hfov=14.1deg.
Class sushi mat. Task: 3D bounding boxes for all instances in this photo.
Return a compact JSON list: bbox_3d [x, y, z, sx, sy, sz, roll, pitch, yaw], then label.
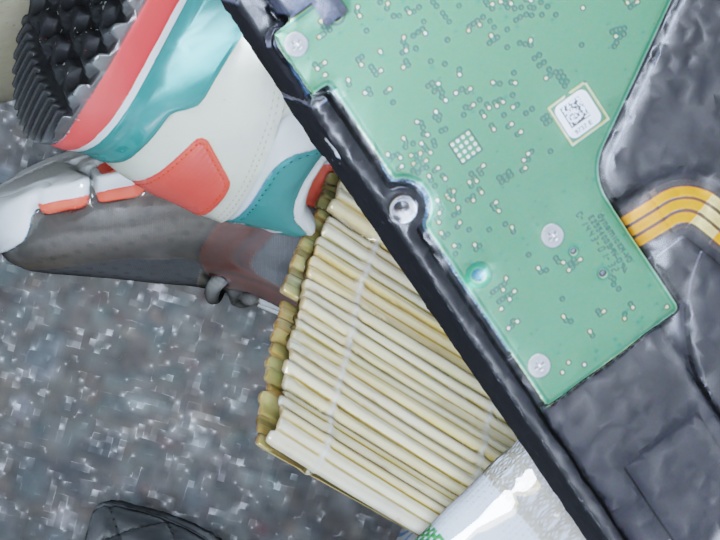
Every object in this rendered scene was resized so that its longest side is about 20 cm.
[{"bbox_3d":[0.063,0.054,0.722,0.200,0.096,0.012,31,134,-19],"label":"sushi mat"}]

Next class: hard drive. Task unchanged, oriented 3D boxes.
[{"bbox_3d":[0.080,-0.018,0.634,0.140,0.038,0.200,-37,104,-7],"label":"hard drive"}]

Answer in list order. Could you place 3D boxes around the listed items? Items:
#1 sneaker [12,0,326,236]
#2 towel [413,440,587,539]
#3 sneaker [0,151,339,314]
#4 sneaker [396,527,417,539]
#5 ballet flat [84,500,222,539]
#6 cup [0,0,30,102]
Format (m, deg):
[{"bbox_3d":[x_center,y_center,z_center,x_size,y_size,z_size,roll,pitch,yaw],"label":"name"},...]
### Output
[{"bbox_3d":[0.007,-0.095,0.676,0.093,0.070,0.200,31,102,-30],"label":"sneaker"},{"bbox_3d":[0.058,0.117,0.678,0.200,0.031,0.149,-43,109,-2],"label":"towel"},{"bbox_3d":[0.000,0.000,0.770,0.200,0.077,0.082,-3,103,2],"label":"sneaker"},{"bbox_3d":[0.104,0.107,0.780,0.200,0.072,0.072,16,95,-2],"label":"sneaker"},{"bbox_3d":[-0.091,0.157,0.800,0.057,0.066,0.200,31,91,16],"label":"ballet flat"},{"bbox_3d":[-0.119,-0.136,0.721,0.200,0.143,0.201,0,97,2],"label":"cup"}]
